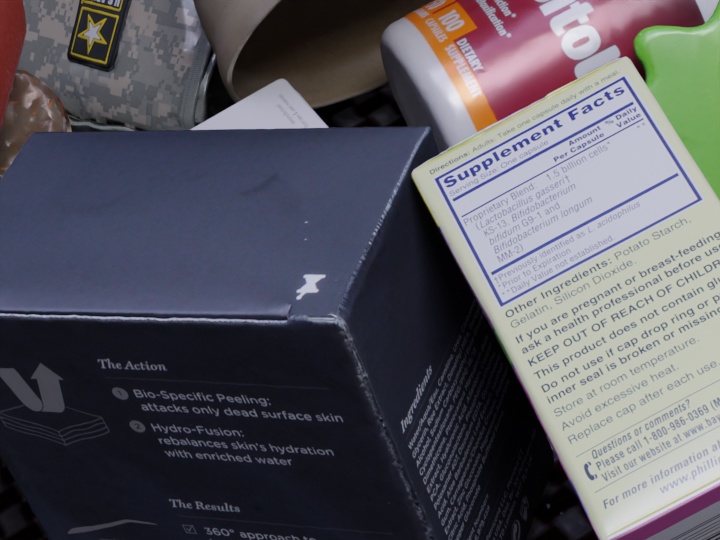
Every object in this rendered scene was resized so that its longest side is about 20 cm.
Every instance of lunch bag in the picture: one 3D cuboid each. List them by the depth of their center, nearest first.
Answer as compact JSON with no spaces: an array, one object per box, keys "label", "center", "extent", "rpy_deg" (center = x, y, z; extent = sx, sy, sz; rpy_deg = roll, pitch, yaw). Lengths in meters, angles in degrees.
[{"label":"lunch bag","center":[-0.099,-0.150,1.338],"extent":[0.164,0.118,0.200],"rpy_deg":[16,59,36]}]

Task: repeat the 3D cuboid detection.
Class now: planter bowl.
[{"label":"planter bowl","center":[-0.007,-0.188,1.194],"extent":[0.200,0.200,0.135],"rpy_deg":[-27,74,-5]}]

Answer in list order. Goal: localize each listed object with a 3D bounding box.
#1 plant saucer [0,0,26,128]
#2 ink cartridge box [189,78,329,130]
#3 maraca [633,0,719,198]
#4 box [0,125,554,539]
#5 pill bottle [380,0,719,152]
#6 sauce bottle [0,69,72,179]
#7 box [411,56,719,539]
[{"label":"plant saucer","center":[-0.224,-0.030,1.081],"extent":[0.200,0.037,0.200],"rpy_deg":[-19,51,44]},{"label":"ink cartridge box","center":[-0.091,0.012,1.153],"extent":[0.200,0.115,0.068],"rpy_deg":[-30,38,-7]},{"label":"maraca","center":[0.218,-0.094,1.116],"extent":[0.199,0.137,0.107],"rpy_deg":[-29,-2,3]},{"label":"box","center":[-0.045,0.050,1.016],"extent":[0.196,0.200,0.118],"rpy_deg":[1,44,27]},{"label":"pill bottle","center":[0.119,-0.113,1.192],"extent":[0.199,0.113,0.113],"rpy_deg":[-28,38,-6]},{"label":"sauce bottle","center":[-0.169,-0.038,1.197],"extent":[0.066,0.200,0.066],"rpy_deg":[1,72,-4]},{"label":"box","center":[0.120,0.055,0.918],"extent":[0.096,0.176,0.200],"rpy_deg":[-28,47,3]}]
